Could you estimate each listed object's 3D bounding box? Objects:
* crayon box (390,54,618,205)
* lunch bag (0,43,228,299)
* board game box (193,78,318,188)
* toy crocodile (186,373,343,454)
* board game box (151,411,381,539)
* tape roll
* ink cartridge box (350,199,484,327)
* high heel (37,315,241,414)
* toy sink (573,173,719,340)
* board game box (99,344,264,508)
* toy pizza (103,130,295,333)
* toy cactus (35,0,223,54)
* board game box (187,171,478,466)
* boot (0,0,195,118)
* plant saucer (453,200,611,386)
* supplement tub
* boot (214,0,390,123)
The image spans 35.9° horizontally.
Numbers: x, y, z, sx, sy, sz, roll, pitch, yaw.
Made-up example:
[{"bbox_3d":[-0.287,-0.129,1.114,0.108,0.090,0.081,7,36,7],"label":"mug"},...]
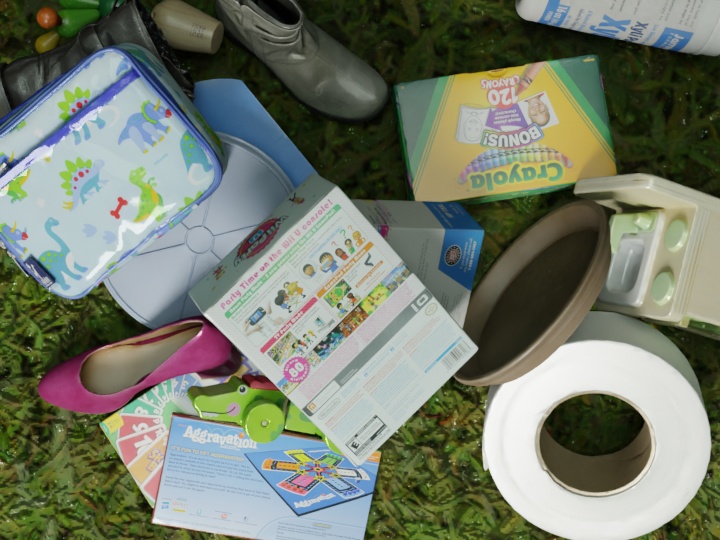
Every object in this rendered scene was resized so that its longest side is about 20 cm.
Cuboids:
[{"bbox_3d":[0.136,-0.130,1.068,0.198,0.058,0.120,-9,86,-3],"label":"crayon box"},{"bbox_3d":[-0.228,-0.087,0.948,0.199,0.083,0.161,-35,104,9],"label":"lunch bag"},{"bbox_3d":[-0.126,-0.079,1.061,0.158,0.039,0.200,-39,94,12],"label":"board game box"},{"bbox_3d":[-0.058,0.123,1.012,0.199,0.067,0.062,10,95,-17],"label":"toy crocodile"},{"bbox_3d":[-0.087,0.200,1.039,0.198,0.019,0.104,12,94,-9],"label":"board game box"},{"bbox_3d":[0.211,0.142,1.008,0.201,0.071,0.204,3,111,9],"label":"tape roll"},{"bbox_3d":[0.000,0.000,1.001,0.198,0.067,0.117,1,116,-19],"label":"ink cartridge box"},{"bbox_3d":[-0.211,0.081,1.006,0.198,0.096,0.068,-5,64,10],"label":"high heel"},{"bbox_3d":[0.292,-0.003,1.006,0.199,0.130,0.113,17,85,-19],"label":"toy sink"},{"bbox_3d":[-0.137,0.129,1.056,0.199,0.030,0.096,-34,88,-7],"label":"board game box"},{"bbox_3d":[-0.147,-0.032,1.027,0.198,0.032,0.202,-1,107,-2],"label":"toy pizza"},{"bbox_3d":[-0.209,-0.246,1.037,0.164,0.102,0.201,18,83,9],"label":"toy cactus"},{"bbox_3d":[-0.020,0.043,0.925,0.147,0.064,0.200,-43,116,-4],"label":"board game box"},{"bbox_3d":[-0.228,-0.134,1.001,0.173,0.069,0.201,-19,119,7],"label":"boot"},{"bbox_3d":[0.154,0.024,0.993,0.029,0.200,0.201,37,85,-15],"label":"plant saucer"},{"bbox_3d":[0.256,-0.284,1.049,0.198,0.132,0.133,12,86,-1],"label":"supplement tub"},{"bbox_3d":[-0.061,-0.211,1.029,0.199,0.131,0.068,33,86,0],"label":"boot"}]
